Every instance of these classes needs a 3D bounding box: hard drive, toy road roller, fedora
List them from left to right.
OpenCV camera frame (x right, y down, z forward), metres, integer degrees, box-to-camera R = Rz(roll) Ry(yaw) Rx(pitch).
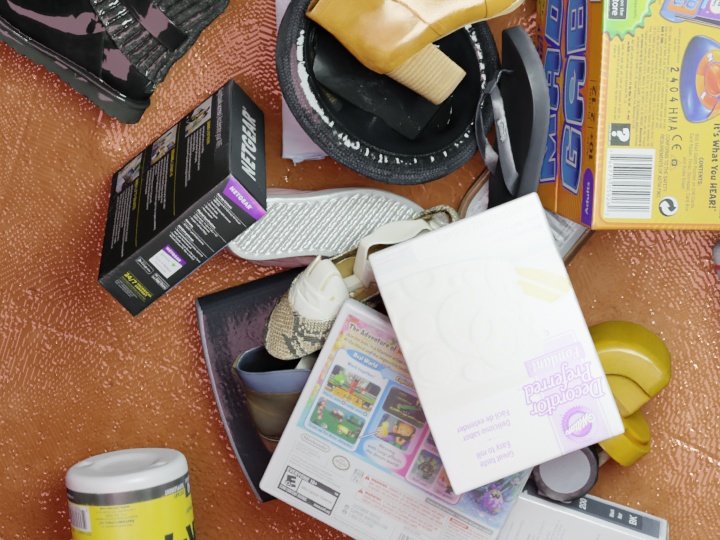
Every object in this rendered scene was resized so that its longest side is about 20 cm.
[{"bbox_3d":[-0.071,0.107,1.538,0.134,0.042,0.202,-16,95,15],"label":"hard drive"},{"bbox_3d":[0.016,-0.166,1.416,0.199,0.092,0.203,0,92,-17],"label":"fedora"},{"bbox_3d":[0.175,0.081,1.439,0.146,0.123,0.200,-40,93,15],"label":"toy road roller"}]

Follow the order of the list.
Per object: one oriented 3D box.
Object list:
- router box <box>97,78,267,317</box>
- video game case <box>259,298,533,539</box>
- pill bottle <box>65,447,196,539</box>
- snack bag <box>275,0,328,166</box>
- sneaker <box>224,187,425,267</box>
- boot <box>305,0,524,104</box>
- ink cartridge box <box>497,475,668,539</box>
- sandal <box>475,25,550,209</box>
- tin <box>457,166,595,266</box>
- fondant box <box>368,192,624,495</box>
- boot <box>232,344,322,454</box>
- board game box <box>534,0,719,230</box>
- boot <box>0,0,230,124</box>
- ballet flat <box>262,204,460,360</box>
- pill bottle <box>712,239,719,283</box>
[{"bbox_3d":[-0.150,-0.066,1.448,0.149,0.200,0.051,-37,116,16],"label":"router box"},{"bbox_3d":[0.039,0.147,1.401,0.199,0.024,0.183,27,105,5],"label":"video game case"},{"bbox_3d":[-0.204,0.274,1.557,0.113,0.114,0.202,-4,98,13],"label":"pill bottle"},{"bbox_3d":[0.017,-0.195,1.484,0.187,0.021,0.202,-1,98,13],"label":"snack bag"},{"bbox_3d":[-0.037,-0.038,1.501,0.198,0.105,0.076,2,93,-18],"label":"sneaker"},{"bbox_3d":[0.059,-0.247,1.337,0.144,0.071,0.202,36,88,-19],"label":"boot"},{"bbox_3d":[0.142,0.272,1.480,0.198,0.043,0.199,18,119,0],"label":"ink cartridge box"},{"bbox_3d":[0.118,-0.096,1.373,0.042,0.076,0.202,-5,114,-15],"label":"sandal"},{"bbox_3d":[0.165,-0.071,1.463,0.112,0.042,0.200,38,104,0],"label":"tin"},{"bbox_3d":[0.107,0.057,1.337,0.143,0.058,0.202,-21,89,4],"label":"fondant box"},{"bbox_3d":[-0.015,0.105,1.435,0.198,0.075,0.097,-10,129,25],"label":"boot"},{"bbox_3d":[0.252,-0.141,1.319,0.198,0.200,0.202,1,98,-8],"label":"board game box"},{"bbox_3d":[-0.233,-0.249,1.498,0.210,0.080,0.158,35,111,-6],"label":"boot"},{"bbox_3d":[0.000,0.000,1.423,0.199,0.075,0.068,-30,63,-12],"label":"ballet flat"},{"bbox_3d":[0.368,0.059,1.400,0.108,0.109,0.202,-16,95,14],"label":"pill bottle"}]
